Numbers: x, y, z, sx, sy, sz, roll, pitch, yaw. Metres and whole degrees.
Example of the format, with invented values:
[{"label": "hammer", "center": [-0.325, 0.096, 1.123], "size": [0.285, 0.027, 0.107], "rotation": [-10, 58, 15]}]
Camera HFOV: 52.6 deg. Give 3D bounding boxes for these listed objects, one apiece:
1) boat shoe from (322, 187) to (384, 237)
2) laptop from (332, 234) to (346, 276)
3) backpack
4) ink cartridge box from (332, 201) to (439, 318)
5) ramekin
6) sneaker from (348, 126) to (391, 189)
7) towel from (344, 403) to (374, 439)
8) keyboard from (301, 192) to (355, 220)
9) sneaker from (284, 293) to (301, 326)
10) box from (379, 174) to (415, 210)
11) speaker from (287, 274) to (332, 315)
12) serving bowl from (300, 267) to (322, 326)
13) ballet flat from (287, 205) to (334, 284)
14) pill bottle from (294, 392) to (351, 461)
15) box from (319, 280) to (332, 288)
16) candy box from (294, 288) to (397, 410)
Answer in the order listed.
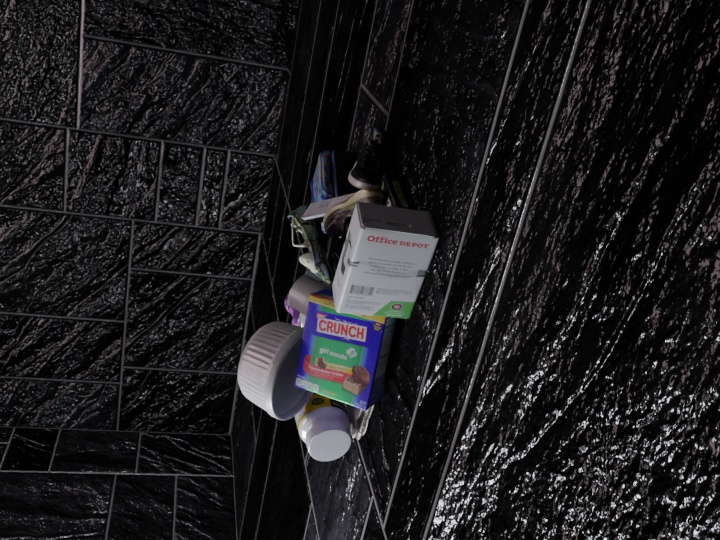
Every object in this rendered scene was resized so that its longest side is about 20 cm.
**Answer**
[{"label": "boat shoe", "center": [-0.019, -0.106, 1.510], "size": [0.200, 0.073, 0.065], "rotation": [-37, 49, 54]}, {"label": "laptop", "center": [0.000, 0.000, 1.655], "size": [0.200, 0.116, 0.187], "rotation": [-60, -11, -23]}, {"label": "backpack", "center": [-0.053, -0.172, 1.766], "size": [0.200, 0.134, 0.183], "rotation": [117, 154, -56]}, {"label": "ink cartridge box", "center": [0.042, -0.016, 1.326], "size": [0.084, 0.146, 0.200], "rotation": [-100, 22, -50]}, {"label": "ramekin", "center": [-0.170, 0.203, 1.536], "size": [0.200, 0.105, 0.200], "rotation": [-43, -38, -46]}, {"label": "sneaker", "center": [0.023, -0.249, 1.566], "size": [0.200, 0.073, 0.112], "rotation": [-83, 7, -66]}, {"label": "towel", "center": [0.001, 0.260, 1.594], "size": [0.133, 0.034, 0.200], "rotation": [-107, 27, -54]}, {"label": "keyboard", "center": [-0.043, -0.147, 1.596], "size": [0.200, 0.011, 0.056], "rotation": [-9, 44, 35]}, {"label": "sneaker", "center": [-0.165, 0.099, 1.948], "size": [0.200, 0.088, 0.081], "rotation": [-76, -12, -60]}, {"label": "box", "center": [0.058, -0.065, 1.475], "size": [0.193, 0.047, 0.200], "rotation": [-100, 21, -56]}, {"label": "speaker", "center": [-0.058, 0.087, 1.561], "size": [0.081, 0.200, 0.081], "rotation": [-47, -26, -31]}, {"label": "serving bowl", "center": [-0.100, 0.083, 1.854], "size": [0.200, 0.066, 0.200], "rotation": [4, -90, -83]}, {"label": "ballet flat", "center": [-0.120, -0.053, 1.696], "size": [0.074, 0.074, 0.200], "rotation": [129, 124, -64]}, {"label": "pill bottle", "center": [-0.090, 0.320, 1.624], "size": [0.200, 0.114, 0.114], "rotation": [-117, 35, -54]}, {"label": "box", "center": [-0.060, 0.147, 1.710], "size": [0.160, 0.044, 0.200], "rotation": [49, 143, 46]}, {"label": "candy box", "center": [-0.030, 0.156, 1.464], "size": [0.077, 0.169, 0.200], "rotation": [-19, -57, -66]}]
